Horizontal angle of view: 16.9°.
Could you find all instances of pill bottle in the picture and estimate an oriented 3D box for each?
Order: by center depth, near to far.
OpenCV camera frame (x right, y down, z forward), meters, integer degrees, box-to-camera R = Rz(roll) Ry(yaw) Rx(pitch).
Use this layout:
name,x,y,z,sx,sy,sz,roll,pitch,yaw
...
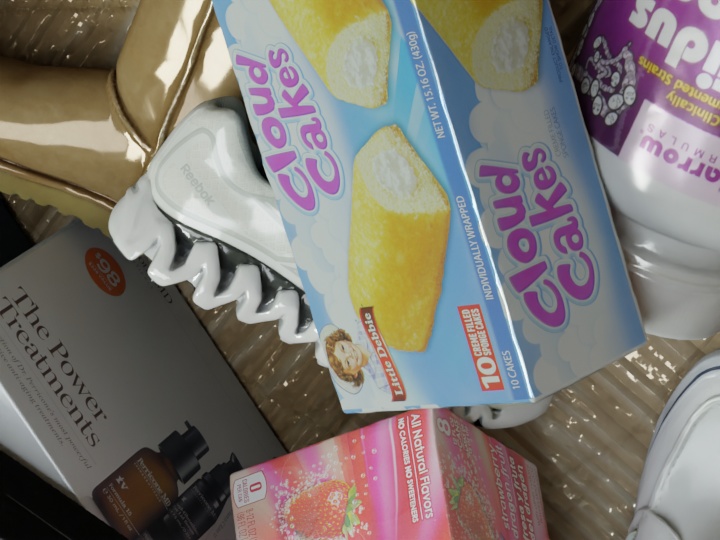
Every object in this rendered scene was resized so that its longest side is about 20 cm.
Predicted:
name,x,y,z,sx,sy,sz,roll,pitch,yaw
pill bottle,0.138,-0.078,0.906,0.112,0.112,0.200,27,116,11

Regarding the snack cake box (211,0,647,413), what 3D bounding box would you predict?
name,x,y,z,sx,sy,sz,roll,pitch,yaw
snack cake box,0.020,-0.052,0.902,0.115,0.067,0.200,-9,102,50

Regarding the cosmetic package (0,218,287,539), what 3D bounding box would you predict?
name,x,y,z,sx,sy,sz,roll,pitch,yaw
cosmetic package,-0.099,0.082,1.036,0.052,0.151,0.200,-32,95,26

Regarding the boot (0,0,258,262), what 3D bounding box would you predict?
name,x,y,z,sx,sy,sz,roll,pitch,yaw
boot,-0.084,-0.115,1.014,0.175,0.066,0.200,26,117,-2

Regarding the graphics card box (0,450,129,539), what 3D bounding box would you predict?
name,x,y,z,sx,sy,sz,roll,pitch,yaw
graphics card box,-0.179,0.162,0.985,0.125,0.051,0.200,35,118,8

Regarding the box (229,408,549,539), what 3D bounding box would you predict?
name,x,y,z,sx,sy,sz,roll,pitch,yaw
box,0.023,0.168,0.961,0.102,0.095,0.200,-21,60,24

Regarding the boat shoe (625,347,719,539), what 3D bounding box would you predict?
name,x,y,z,sx,sy,sz,roll,pitch,yaw
boat shoe,0.142,0.132,1.004,0.073,0.067,0.200,13,112,17

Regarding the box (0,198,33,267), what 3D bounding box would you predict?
name,x,y,z,sx,sy,sz,roll,pitch,yaw
box,-0.184,0.077,1.070,0.107,0.148,0.200,-31,95,27

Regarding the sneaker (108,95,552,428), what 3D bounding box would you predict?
name,x,y,z,sx,sy,sz,roll,pitch,yaw
sneaker,0.000,0.000,0.994,0.200,0.075,0.081,28,101,-14
